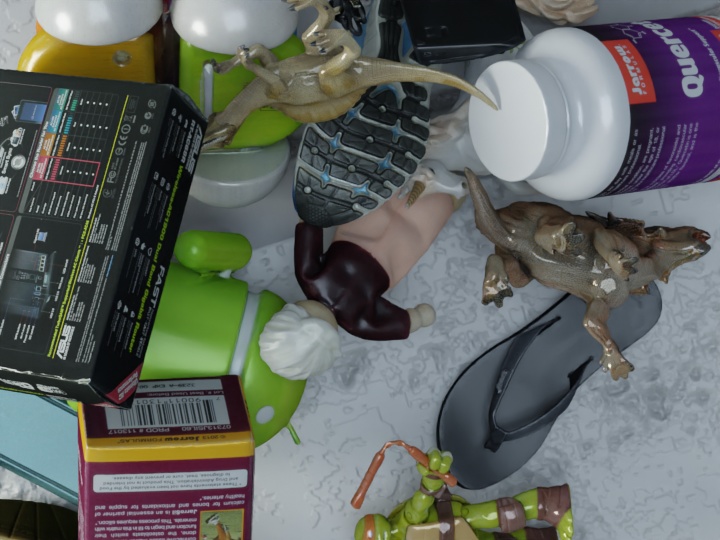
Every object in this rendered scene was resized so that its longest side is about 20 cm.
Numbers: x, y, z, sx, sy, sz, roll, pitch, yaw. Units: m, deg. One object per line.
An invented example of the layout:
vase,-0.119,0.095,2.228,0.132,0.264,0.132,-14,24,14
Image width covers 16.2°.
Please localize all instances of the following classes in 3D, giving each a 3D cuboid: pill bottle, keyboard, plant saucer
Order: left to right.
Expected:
plant saucer,-0.258,0.096,1.771,0.199,0.019,0.070,28,93,-6
keyboard,0.032,-0.202,1.685,0.126,0.200,0.021,-3,132,-8
pill bottle,0.171,-0.106,1.665,0.199,0.112,0.113,-9,97,-38

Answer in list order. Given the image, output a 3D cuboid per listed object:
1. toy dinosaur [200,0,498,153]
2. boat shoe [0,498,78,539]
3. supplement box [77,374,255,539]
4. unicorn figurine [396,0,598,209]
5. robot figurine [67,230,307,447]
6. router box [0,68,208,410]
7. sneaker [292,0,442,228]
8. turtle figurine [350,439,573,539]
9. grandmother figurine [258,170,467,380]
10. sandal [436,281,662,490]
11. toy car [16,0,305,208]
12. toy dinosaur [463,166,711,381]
toy dinosaur,-0.020,-0.127,1.603,0.199,0.101,0.058,-11,53,7
boat shoe,-0.192,0.210,1.759,0.200,0.073,0.063,13,108,-14
supplement box,-0.130,0.176,1.664,0.110,0.086,0.201,-1,119,-9
unicorn figurine,0.096,-0.105,1.736,0.137,0.074,0.201,14,68,-14
robot figurine,-0.125,0.055,1.724,0.199,0.116,0.176,16,95,-5
router box,-0.194,-0.022,1.574,0.149,0.062,0.201,8,74,24
sneaker,0.009,-0.108,1.709,0.078,0.090,0.201,30,64,-7
turtle figurine,0.061,0.189,1.768,0.160,0.065,0.201,1,123,-11
grandmother figurine,0.000,0.000,1.709,0.121,0.061,0.200,39,56,2
sandal,0.127,0.070,1.775,0.076,0.043,0.200,43,92,-5
toy car,-0.126,-0.146,1.697,0.199,0.150,0.176,3,128,0
toy dinosaur,0.137,-0.015,1.705,0.199,0.136,0.086,26,113,-15
